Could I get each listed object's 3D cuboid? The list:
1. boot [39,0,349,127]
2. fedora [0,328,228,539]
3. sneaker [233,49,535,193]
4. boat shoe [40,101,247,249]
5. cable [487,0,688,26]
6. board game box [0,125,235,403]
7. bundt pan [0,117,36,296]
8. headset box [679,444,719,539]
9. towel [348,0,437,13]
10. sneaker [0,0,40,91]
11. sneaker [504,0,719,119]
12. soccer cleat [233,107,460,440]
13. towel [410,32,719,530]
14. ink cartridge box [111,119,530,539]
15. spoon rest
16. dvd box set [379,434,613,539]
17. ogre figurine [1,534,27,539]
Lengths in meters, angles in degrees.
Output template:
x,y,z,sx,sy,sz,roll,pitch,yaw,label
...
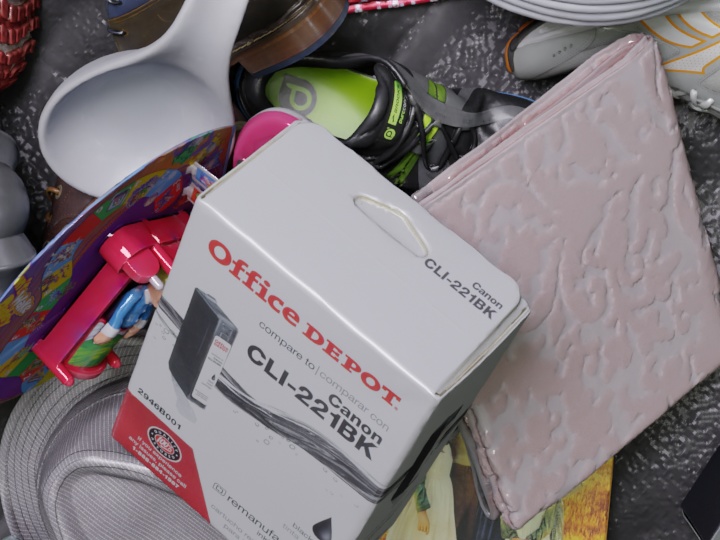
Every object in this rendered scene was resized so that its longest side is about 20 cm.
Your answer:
x,y,z,sx,sy,sz,roll,pitch,yaw,label
-0.112,-0.135,0.892,0.199,0.075,0.097,-23,126,25,boot
-0.113,0.137,0.931,0.177,0.090,0.200,-43,98,9,fedora
0.025,-0.076,0.920,0.198,0.083,0.071,15,97,0,sneaker
-0.141,-0.027,0.944,0.200,0.072,0.072,-42,69,12,boat shoe
0.115,-0.221,0.874,0.199,0.069,0.200,37,67,16,cable
-0.116,0.014,0.851,0.158,0.200,0.039,-40,79,-23,board game box
-0.231,-0.021,0.890,0.075,0.201,0.204,-9,97,-33,bundt pan
0.298,0.116,0.928,0.199,0.093,0.175,31,96,-1,headset box
-0.038,-0.212,0.940,0.198,0.022,0.146,-9,95,2,towel
-0.233,-0.191,0.927,0.081,0.078,0.202,-16,87,10,sneaker
0.180,-0.116,0.920,0.198,0.076,0.093,-11,100,3,sneaker
0.000,0.000,0.898,0.070,0.086,0.201,-25,100,27,soccer cleat
0.111,0.007,0.881,0.190,0.032,0.201,-35,120,-27,towel
-0.026,0.049,0.820,0.144,0.084,0.201,39,138,11,ink cartridge box
-0.094,-0.101,0.827,0.099,0.061,0.201,14,132,-20,spoon rest
0.074,0.091,0.961,0.145,0.029,0.202,5,96,2,dvd box set
-0.243,0.206,0.952,0.199,0.098,0.121,5,111,32,ogre figurine
